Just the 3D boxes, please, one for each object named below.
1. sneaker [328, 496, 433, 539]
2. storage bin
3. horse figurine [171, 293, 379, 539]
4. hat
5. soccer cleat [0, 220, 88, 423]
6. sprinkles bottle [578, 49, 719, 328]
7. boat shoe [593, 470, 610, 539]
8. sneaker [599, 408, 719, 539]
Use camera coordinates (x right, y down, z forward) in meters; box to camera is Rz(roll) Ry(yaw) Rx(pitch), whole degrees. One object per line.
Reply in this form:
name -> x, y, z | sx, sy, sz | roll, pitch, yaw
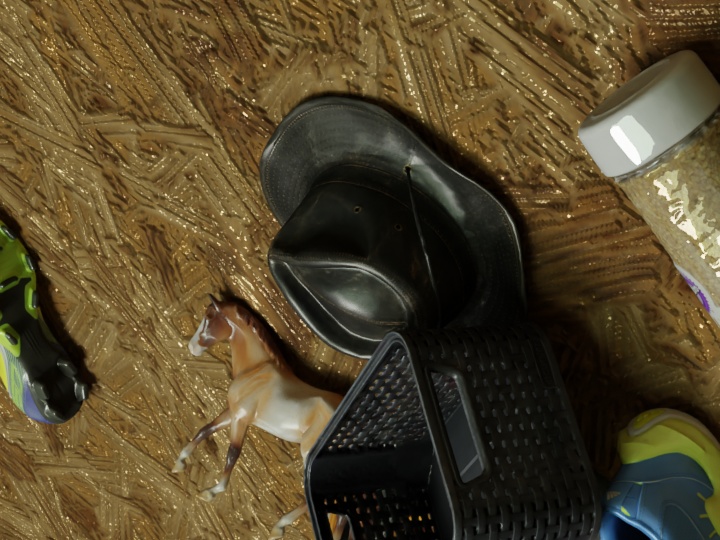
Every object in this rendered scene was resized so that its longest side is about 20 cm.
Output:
sneaker -> 0.010, 0.246, 1.011 | 0.077, 0.201, 0.078 | -6, 158, 33
storage bin -> 0.047, 0.132, 0.863 | 0.200, 0.093, 0.136 | 122, 140, -52
horse figurine -> -0.051, 0.118, 1.022 | 0.199, 0.133, 0.050 | 28, -178, 23
hat -> 0.000, 0.000, 0.874 | 0.200, 0.081, 0.201 | 26, 138, 26
soccer cleat -> -0.294, 0.043, 1.206 | 0.083, 0.065, 0.201 | 8, 128, 42
sprinkles bottle -> 0.188, -0.007, 0.700 | 0.200, 0.068, 0.068 | 53, 142, -8
boat shoe -> 0.116, 0.174, 0.935 | 0.066, 0.070, 0.200 | 23, 145, -5
sneaker -> 0.193, 0.183, 0.830 | 0.076, 0.105, 0.201 | -25, 104, 51
